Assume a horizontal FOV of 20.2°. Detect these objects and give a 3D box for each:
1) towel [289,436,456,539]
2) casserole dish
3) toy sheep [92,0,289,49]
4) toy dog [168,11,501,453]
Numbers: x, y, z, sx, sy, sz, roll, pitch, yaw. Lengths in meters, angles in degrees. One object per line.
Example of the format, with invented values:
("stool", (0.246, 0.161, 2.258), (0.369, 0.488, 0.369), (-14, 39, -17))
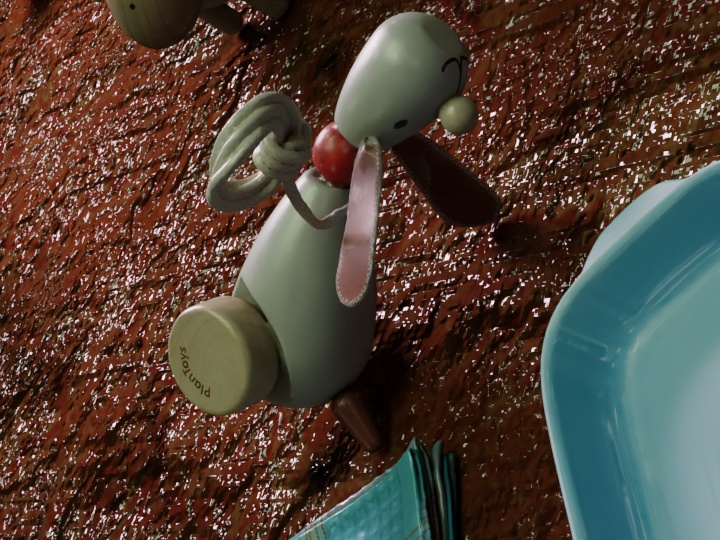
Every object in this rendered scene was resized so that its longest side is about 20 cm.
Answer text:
("towel", (-0.029, 0.174, 0.831), (0.200, 0.022, 0.147), (-40, 36, 35))
("casserole dish", (0.121, 0.052, 0.676), (0.121, 0.039, 0.201), (-44, 35, 29))
("toy sheep", (-0.090, -0.216, 1.124), (0.138, 0.137, 0.201), (-11, 57, 54))
("toy dog", (0.000, 0.000, 0.843), (0.132, 0.096, 0.200), (-37, -20, -33))
